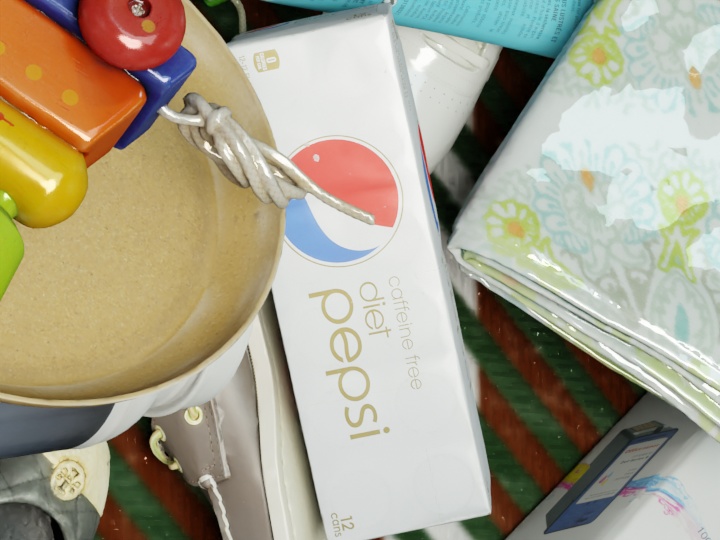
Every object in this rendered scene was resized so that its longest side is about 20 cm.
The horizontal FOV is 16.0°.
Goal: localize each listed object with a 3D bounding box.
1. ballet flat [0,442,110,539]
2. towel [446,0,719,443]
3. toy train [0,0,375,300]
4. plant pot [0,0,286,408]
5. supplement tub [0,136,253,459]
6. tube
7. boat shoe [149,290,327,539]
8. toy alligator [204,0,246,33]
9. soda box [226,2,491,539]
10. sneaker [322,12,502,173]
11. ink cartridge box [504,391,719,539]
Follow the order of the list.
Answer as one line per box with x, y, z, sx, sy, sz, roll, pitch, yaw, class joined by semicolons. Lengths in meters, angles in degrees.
-0.147;0.136;0.949;0.066;0.057;0.200;43;61;-21;ballet flat
0.150;-0.039;1.045;0.171;0.048;0.200;33;71;0;towel
-0.098;-0.033;0.795;0.200;0.085;0.116;35;58;-7;toy train
-0.120;-0.039;0.852;0.199;0.027;0.201;17;53;-23;plant pot
-0.152;0.001;0.919;0.199;0.140;0.141;-7;86;-35;supplement tub
0.048;-0.126;1.058;0.199;0.050;0.078;5;104;-32;tube
-0.056;0.047;1.026;0.072;0.059;0.201;-17;96;-80;boat shoe
-0.068;-0.154;1.060;0.201;0.059;0.054;64;15;-8;toy alligator
0.000;0.000;1.005;0.068;0.064;0.201;-11;100;4;soda box
0.044;-0.129;1.115;0.076;0.080;0.201;30;67;-28;sneaker
0.142;0.153;1.128;0.200;0.087;0.146;-42;106;-30;ink cartridge box
